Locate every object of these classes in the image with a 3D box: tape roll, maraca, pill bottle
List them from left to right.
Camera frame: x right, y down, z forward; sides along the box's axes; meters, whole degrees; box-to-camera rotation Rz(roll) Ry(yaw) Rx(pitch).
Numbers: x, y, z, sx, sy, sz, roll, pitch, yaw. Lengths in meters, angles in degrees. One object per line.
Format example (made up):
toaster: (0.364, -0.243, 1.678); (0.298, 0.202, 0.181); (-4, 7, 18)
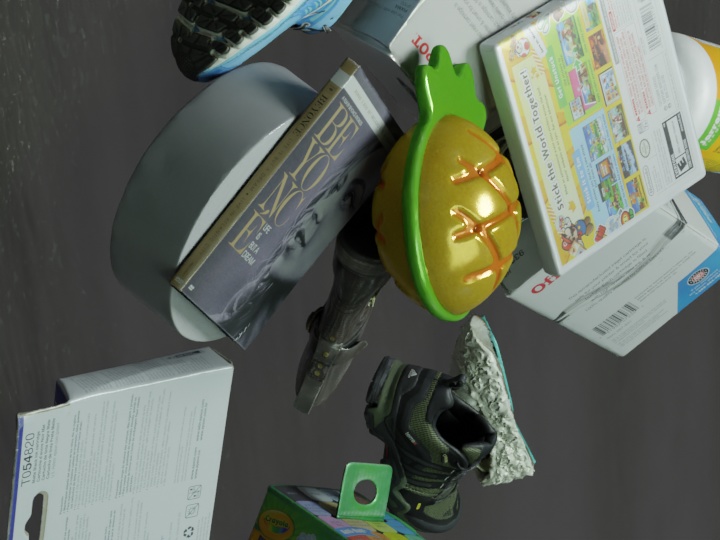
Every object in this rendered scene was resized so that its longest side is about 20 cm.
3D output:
tape roll: (-0.089, -0.049, 1.526); (0.200, 0.066, 0.201); (-43, 156, -25)
maraca: (0.064, -0.063, 1.549); (0.137, 0.106, 0.202); (28, 62, -64)
pill bottle: (0.285, -0.149, 1.849); (0.199, 0.111, 0.112); (7, 108, -47)

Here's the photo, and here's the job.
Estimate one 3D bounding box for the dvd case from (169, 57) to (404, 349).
dvd case: (-0.047, -0.044, 1.511); (0.200, 0.016, 0.149); (-52, 157, -5)

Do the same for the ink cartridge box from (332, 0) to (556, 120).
ink cartridge box: (0.083, -0.223, 1.625); (0.201, 0.083, 0.147); (-54, 139, -7)

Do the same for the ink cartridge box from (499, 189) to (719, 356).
ink cartridge box: (0.217, -0.022, 1.841); (0.145, 0.084, 0.200); (-40, 144, 19)

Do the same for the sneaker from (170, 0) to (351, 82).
sneaker: (-0.047, -0.192, 1.519); (0.200, 0.078, 0.090); (-39, 143, -18)

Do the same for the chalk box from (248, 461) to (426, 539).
chalk box: (-0.019, 0.260, 1.777); (0.124, 0.124, 0.201); (10, 105, -48)

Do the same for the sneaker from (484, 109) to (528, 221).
sneaker: (0.102, -0.050, 1.744); (0.075, 0.087, 0.201); (-1, 115, -46)

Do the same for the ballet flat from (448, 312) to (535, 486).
ballet flat: (0.108, 0.126, 1.874); (0.072, 0.072, 0.201); (-40, 136, -21)

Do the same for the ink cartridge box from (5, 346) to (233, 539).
ink cartridge box: (-0.196, 0.169, 1.609); (0.199, 0.040, 0.201); (-11, 120, -41)

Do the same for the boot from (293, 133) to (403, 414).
boot: (0.000, 0.000, 1.683); (0.200, 0.069, 0.175); (-57, 171, -48)

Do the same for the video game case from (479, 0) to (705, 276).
video game case: (0.188, -0.125, 1.670); (0.181, 0.023, 0.201); (-33, 117, -30)

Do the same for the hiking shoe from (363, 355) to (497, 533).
hiking shoe: (0.070, 0.162, 1.814); (0.076, 0.100, 0.201); (-60, 145, -36)
